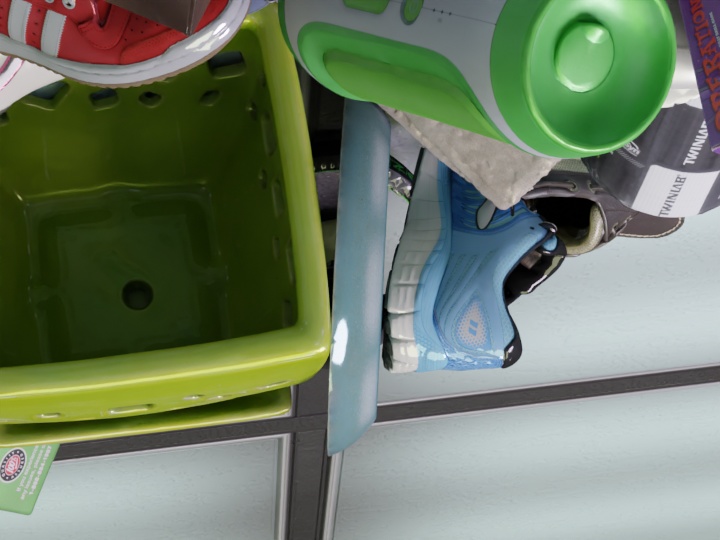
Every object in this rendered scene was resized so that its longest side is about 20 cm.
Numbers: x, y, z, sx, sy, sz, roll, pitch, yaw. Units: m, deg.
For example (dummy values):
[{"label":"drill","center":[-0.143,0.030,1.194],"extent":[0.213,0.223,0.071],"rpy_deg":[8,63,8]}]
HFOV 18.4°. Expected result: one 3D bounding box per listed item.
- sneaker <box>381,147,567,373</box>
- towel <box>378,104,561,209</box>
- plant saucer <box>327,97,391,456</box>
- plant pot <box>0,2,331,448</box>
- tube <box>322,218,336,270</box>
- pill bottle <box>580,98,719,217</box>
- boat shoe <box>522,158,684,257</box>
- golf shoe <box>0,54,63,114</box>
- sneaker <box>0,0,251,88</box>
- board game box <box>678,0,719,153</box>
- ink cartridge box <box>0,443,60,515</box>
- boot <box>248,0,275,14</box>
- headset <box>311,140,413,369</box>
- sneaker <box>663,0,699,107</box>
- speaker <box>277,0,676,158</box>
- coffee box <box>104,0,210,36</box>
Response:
[{"label":"sneaker","center":[0.070,-0.022,1.219],"extent":[0.090,0.201,0.079],"rpy_deg":[10,146,5]},{"label":"towel","center":[0.080,-0.122,1.109],"extent":[0.132,0.035,0.200],"rpy_deg":[41,139,-6]},{"label":"plant saucer","center":[0.000,0.000,1.196],"extent":[0.027,0.201,0.200],"rpy_deg":[3,156,1]},{"label":"plant pot","center":[-0.126,-0.011,1.183],"extent":[0.198,0.201,0.182],"rpy_deg":[-6,161,-6]},{"label":"tube","center":[-0.095,0.011,1.411],"extent":[0.199,0.058,0.052],"rpy_deg":[-10,-170,11]},{"label":"pill bottle","center":[0.179,-0.116,1.159],"extent":[0.106,0.107,0.200],"rpy_deg":[-5,156,-8]},{"label":"boat shoe","center":[0.128,-0.039,1.358],"extent":[0.199,0.065,0.073],"rpy_deg":[11,147,-39]},{"label":"golf shoe","center":[-0.210,-0.082,1.072],"extent":[0.199,0.088,0.077],"rpy_deg":[-16,-159,-27]},{"label":"sneaker","center":[-0.147,-0.143,0.949],"extent":[0.199,0.071,0.113],"rpy_deg":[11,152,33]},{"label":"board game box","center":[0.186,-0.135,1.006],"extent":[0.032,0.201,0.120],"rpy_deg":[-27,150,37]},{"label":"ink cartridge box","center":[-0.265,0.052,1.309],"extent":[0.200,0.145,0.084],"rpy_deg":[18,-173,-45]},{"label":"boot","center":[-0.059,-0.167,1.024],"extent":[0.199,0.075,0.097],"rpy_deg":[-15,167,36]},{"label":"headset","center":[-0.042,0.006,1.345],"extent":[0.123,0.094,0.200],"rpy_deg":[34,106,-22]},{"label":"sneaker","center":[0.084,-0.144,1.006],"extent":[0.199,0.076,0.081],"rpy_deg":[27,134,10]},{"label":"speaker","center":[0.043,-0.100,0.916],"extent":[0.088,0.089,0.200],"rpy_deg":[7,-171,-31]},{"label":"coffee box","center":[-0.135,-0.182,0.835],"extent":[0.199,0.080,0.113],"rpy_deg":[22,153,2]}]
